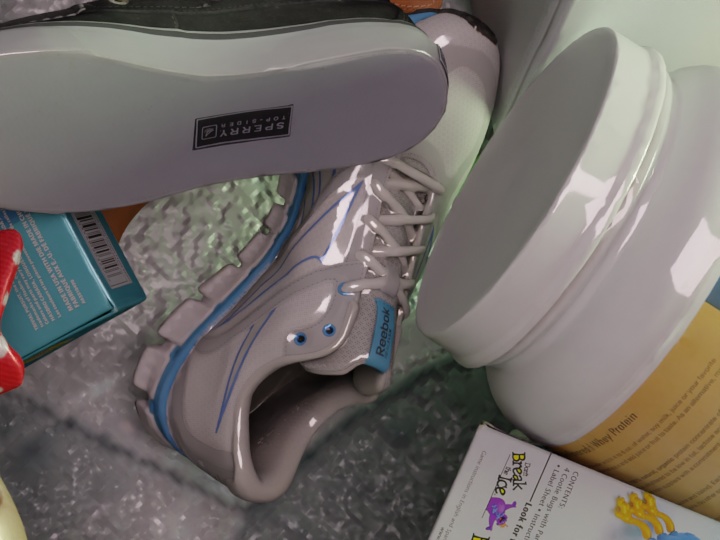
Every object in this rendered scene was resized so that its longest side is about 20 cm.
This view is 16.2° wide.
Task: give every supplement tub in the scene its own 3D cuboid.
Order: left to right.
[{"bbox_3d":[0.134,0.020,0.880,0.199,0.145,0.145,31,78,-13],"label":"supplement tub"}]

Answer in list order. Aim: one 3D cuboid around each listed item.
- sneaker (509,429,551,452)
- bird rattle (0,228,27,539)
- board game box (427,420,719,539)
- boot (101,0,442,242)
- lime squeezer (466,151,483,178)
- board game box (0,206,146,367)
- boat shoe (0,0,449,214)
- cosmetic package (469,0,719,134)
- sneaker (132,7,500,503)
[{"bbox_3d":[0.132,0.013,0.991,0.093,0.070,0.200,34,80,-12],"label":"sneaker"},{"bbox_3d":[-0.160,0.087,0.837,0.162,0.113,0.201,-27,103,28],"label":"bird rattle"},{"bbox_3d":[0.110,0.151,0.860,0.199,0.103,0.105,22,65,10],"label":"board game box"},{"bbox_3d":[-0.047,-0.061,0.965,0.154,0.074,0.201,11,83,-14],"label":"boot"},{"bbox_3d":[0.062,-0.084,1.014,0.070,0.038,0.201,17,79,23],"label":"lime squeezer"},{"bbox_3d":[-0.199,-0.007,0.900,0.199,0.047,0.152,-28,89,11],"label":"board game box"},{"bbox_3d":[-0.068,-0.065,0.861,0.199,0.069,0.057,-4,42,-24],"label":"boat shoe"},{"bbox_3d":[0.127,-0.175,0.942,0.166,0.167,0.201,-4,67,-12],"label":"cosmetic package"},{"bbox_3d":[0.000,0.000,0.929,0.075,0.087,0.201,25,101,-38],"label":"sneaker"}]
